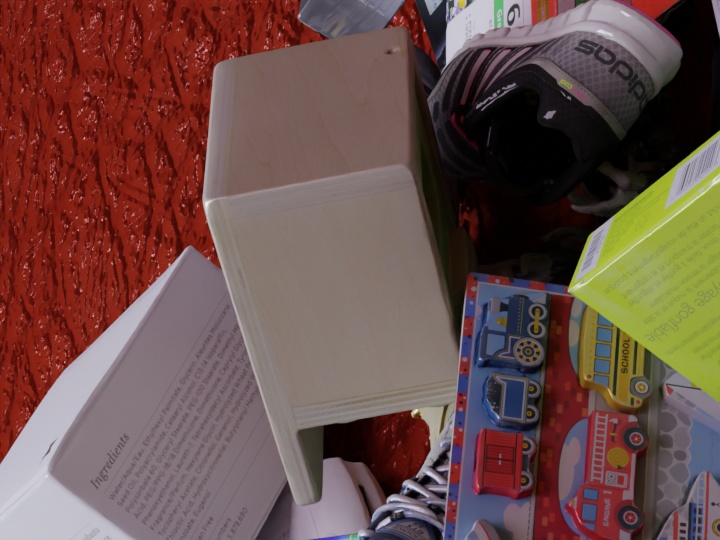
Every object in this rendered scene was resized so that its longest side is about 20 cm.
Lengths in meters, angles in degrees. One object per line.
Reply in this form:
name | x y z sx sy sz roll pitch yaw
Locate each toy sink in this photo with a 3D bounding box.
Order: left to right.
toy sink | 0.000 0.000 1.274 0.131 0.111 0.201 -89 -13 -55

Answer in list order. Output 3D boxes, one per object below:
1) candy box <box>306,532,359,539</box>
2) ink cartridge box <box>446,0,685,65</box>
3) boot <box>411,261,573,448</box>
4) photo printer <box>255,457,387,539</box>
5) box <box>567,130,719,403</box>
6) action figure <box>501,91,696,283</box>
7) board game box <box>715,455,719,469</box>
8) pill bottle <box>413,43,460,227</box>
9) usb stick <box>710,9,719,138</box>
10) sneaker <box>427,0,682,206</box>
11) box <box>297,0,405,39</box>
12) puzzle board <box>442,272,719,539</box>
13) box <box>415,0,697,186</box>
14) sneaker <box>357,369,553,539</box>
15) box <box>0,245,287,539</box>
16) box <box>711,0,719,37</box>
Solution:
candy box | 0.056 0.231 1.285 0.168 0.077 0.201 -11 71 25
ink cartridge box | 0.107 -0.163 1.329 0.200 0.050 0.110 147 127 -63
boot | 0.049 0.086 1.433 0.155 0.073 0.201 10 87 56
photo printer | -0.039 0.221 1.526 0.200 0.069 0.167 -46 44 38
box | 0.209 0.027 1.140 0.122 0.200 0.048 -41 18 46
action figure | 0.134 -0.017 1.311 0.119 0.102 0.201 113 147 -49
board game box | 0.091 0.151 1.227 0.135 0.034 0.200 40 91 28
pill bottle | 0.001 -0.049 1.443 0.114 0.114 0.200 -56 15 30
usb stick | 0.207 -0.138 1.304 0.055 0.033 0.201 -10 72 47
sneaker | 0.078 -0.074 1.279 0.088 0.074 0.200 -52 17 -26
box | 0.030 -0.234 1.476 0.159 0.048 0.200 -54 14 26
puzzle board | 0.115 0.098 1.167 0.017 0.150 0.201 101 176 -61
box | 0.102 -0.171 1.456 0.160 0.043 0.201 -49 44 37
sneaker | 0.041 0.130 1.186 0.077 0.085 0.201 17 79 29
box | -0.139 0.127 1.559 0.199 0.131 0.200 -41 15 50
box | 0.258 -0.118 1.163 0.176 0.096 0.201 -38 51 44
